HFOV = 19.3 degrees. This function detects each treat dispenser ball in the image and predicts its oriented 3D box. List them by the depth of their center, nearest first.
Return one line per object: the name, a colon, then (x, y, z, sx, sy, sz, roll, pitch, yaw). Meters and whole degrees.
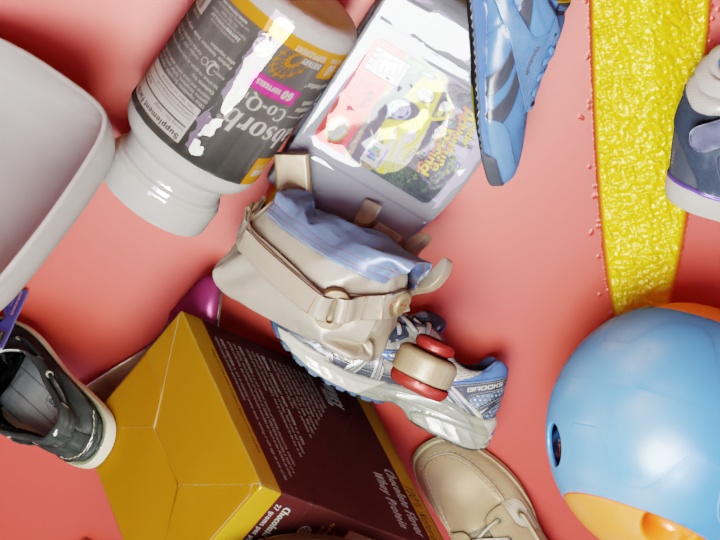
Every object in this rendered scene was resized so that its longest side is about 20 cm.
treat dispenser ball: (0.241, 0.124, 1.611, 0.201, 0.201, 0.201, 1, 112, 2)

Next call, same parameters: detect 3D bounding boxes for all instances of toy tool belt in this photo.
toy tool belt: (0.000, 0.000, 1.572, 0.200, 0.125, 0.123, 27, 94, 15)

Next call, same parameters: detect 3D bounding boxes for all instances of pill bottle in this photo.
pill bottle: (-0.101, -0.130, 1.564, 0.116, 0.116, 0.200, 33, 110, -11)

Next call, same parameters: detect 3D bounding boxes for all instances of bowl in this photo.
bowl: (-0.289, -0.065, 1.564, 0.200, 0.075, 0.200, 31, 78, 26)

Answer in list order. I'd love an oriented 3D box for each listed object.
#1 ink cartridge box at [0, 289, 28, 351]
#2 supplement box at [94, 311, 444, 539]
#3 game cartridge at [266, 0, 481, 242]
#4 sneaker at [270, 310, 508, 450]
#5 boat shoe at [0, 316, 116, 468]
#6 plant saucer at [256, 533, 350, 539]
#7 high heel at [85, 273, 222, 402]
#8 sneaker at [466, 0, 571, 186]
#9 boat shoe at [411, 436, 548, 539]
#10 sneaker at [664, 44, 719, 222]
ink cartridge box: (-0.357, -0.001, 1.624, 0.200, 0.119, 0.042, 18, 110, -5)
supplement box: (-0.072, 0.169, 1.607, 0.200, 0.197, 0.133, 25, 114, -39)
game cartridge: (0.034, -0.117, 1.609, 0.133, 0.041, 0.200, 28, 111, -13)
sneaker: (0.026, 0.063, 1.671, 0.200, 0.077, 0.085, 25, 96, -9)
boat shoe: (-0.273, 0.086, 1.628, 0.066, 0.199, 0.075, 22, 104, -54)
plant saucer: (-0.064, 0.254, 1.524, 0.200, 0.032, 0.200, -12, 135, -13)
high heel: (-0.180, 0.076, 1.675, 0.096, 0.067, 0.200, 19, 115, -17)
sneaker: (0.117, -0.157, 1.538, 0.078, 0.066, 0.200, -4, 111, -2)
boat shoe: (0.113, 0.221, 1.725, 0.072, 0.065, 0.200, -32, 103, 15)
sneaker: (0.334, -0.100, 1.580, 0.200, 0.081, 0.147, 13, 116, 3)
